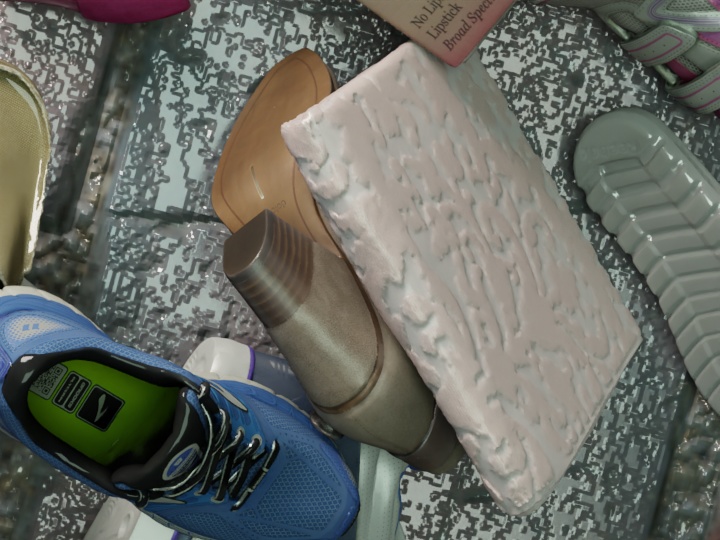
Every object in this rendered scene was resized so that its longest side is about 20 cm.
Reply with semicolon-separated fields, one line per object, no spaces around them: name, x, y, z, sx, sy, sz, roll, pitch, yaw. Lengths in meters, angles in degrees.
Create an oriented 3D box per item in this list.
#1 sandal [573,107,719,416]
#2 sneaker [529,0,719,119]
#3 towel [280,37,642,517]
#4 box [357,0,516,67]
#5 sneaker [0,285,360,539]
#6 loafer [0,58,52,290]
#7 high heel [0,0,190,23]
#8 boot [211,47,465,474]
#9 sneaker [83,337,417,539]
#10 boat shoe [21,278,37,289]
sandal;0.186;0.000;1.022;0.203;0.082;0.050;57;41;-5
sneaker;0.174;-0.119;1.002;0.199;0.081;0.089;9;90;-8
towel;0.053;-0.010;0.946;0.032;0.191;0.201;-28;98;29
box;0.010;-0.213;0.931;0.200;0.128;0.109;33;47;-9
sneaker;-0.081;0.078;0.863;0.199;0.089;0.079;26;94;-29
loafer;-0.180;-0.008;0.902;0.076;0.067;0.201;20;68;-22
high heel;-0.121;-0.219;0.958;0.096;0.067;0.201;5;107;1
boot;0.000;0.000;0.958;0.070;0.201;0.146;-31;120;30
sneaker;-0.050;0.141;0.981;0.146;0.081;0.201;25;99;-19
boat shoe;-0.226;-0.027;0.959;0.200;0.071;0.070;43;59;-4
